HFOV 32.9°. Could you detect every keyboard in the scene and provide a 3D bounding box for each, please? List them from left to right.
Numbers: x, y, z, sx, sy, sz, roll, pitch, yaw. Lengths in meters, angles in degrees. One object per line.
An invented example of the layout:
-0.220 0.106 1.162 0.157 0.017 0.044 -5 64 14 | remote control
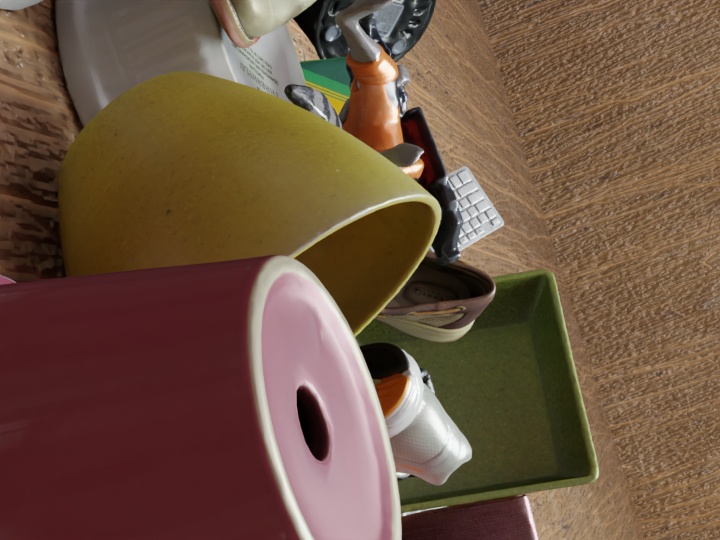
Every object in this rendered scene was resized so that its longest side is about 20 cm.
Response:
0.021 -0.016 0.910 0.057 0.199 0.011 59 -27 3 | keyboard

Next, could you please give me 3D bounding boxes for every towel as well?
0.106 0.285 0.973 0.023 0.143 0.202 -12 84 -48 | towel

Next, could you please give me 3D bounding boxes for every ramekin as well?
-0.104 -0.128 0.793 0.202 0.094 0.204 -19 90 -75 | ramekin

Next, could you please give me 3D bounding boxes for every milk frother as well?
-0.021 -0.305 1.014 0.180 0.200 0.188 22 25 -52 | milk frother

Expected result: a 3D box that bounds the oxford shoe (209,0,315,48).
-0.048 -0.188 0.740 0.200 0.073 0.071 -73 141 -65 | oxford shoe

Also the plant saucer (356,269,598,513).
0.076 0.106 0.984 0.048 0.198 0.201 75 7 -53 | plant saucer

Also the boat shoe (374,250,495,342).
0.000 0.000 0.851 0.072 0.198 0.073 135 -33 -62 | boat shoe

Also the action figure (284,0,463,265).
-0.005 -0.098 0.795 0.194 0.104 0.201 95 -26 -67 | action figure

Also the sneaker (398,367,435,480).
0.006 0.093 0.894 0.200 0.110 0.077 -78 146 -62 | sneaker

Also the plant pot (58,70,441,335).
-0.078 -0.020 0.641 0.142 0.200 0.200 49 10 15 | plant pot

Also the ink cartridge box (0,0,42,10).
-0.201 -0.244 0.605 0.145 0.083 0.202 -32 104 -75 | ink cartridge box

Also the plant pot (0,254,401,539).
-0.089 0.082 0.448 0.200 0.178 0.202 -17 90 -75 | plant pot

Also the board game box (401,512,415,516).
0.069 0.196 1.156 0.200 0.026 0.202 34 40 -65 | board game box

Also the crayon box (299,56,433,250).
-0.022 -0.061 0.945 0.058 0.118 0.202 -37 -114 63 | crayon box

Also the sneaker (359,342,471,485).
-0.009 0.091 0.756 0.092 0.076 0.200 47 -16 -25 | sneaker
